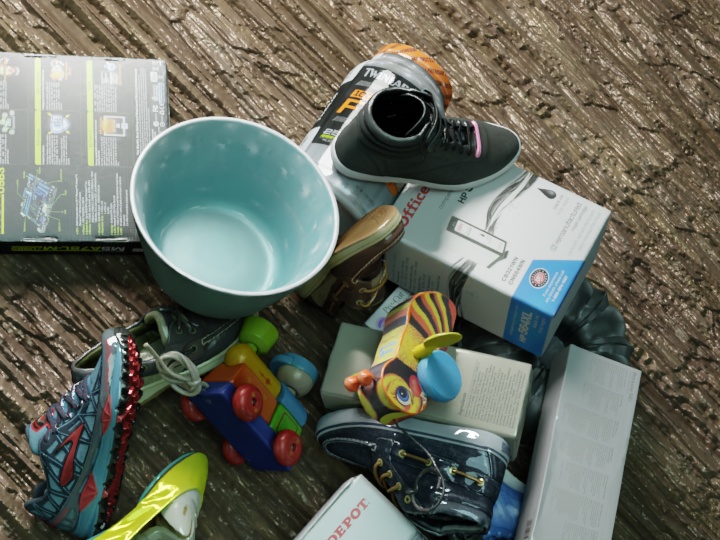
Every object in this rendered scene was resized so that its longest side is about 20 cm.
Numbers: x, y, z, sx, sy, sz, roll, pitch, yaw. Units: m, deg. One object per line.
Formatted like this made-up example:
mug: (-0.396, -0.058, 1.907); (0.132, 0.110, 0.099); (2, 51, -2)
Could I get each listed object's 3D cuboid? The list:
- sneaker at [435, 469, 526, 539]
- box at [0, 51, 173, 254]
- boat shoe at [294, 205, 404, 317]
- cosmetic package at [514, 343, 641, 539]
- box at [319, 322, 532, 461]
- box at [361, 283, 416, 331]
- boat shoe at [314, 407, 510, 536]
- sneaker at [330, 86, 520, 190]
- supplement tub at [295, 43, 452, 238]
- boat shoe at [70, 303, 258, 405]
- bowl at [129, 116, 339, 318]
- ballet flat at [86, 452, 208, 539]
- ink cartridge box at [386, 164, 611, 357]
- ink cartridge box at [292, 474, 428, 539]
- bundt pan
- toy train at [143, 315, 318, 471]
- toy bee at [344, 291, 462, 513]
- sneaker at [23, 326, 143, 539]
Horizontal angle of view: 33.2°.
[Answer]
sneaker: (0.132, 0.257, 1.195); (0.199, 0.077, 0.111); (39, 61, 3)
box: (-0.286, -0.117, 1.215); (0.190, 0.048, 0.204); (-1, 74, -14)
boat shoe: (0.000, 0.000, 1.177); (0.072, 0.200, 0.072); (46, 56, -5)
cosmetic package: (0.211, 0.183, 1.175); (0.081, 0.051, 0.203); (20, 67, -7)
box: (0.066, 0.119, 1.188); (0.197, 0.069, 0.083); (13, 64, 13)
box: (0.075, 0.007, 1.282); (0.041, 0.039, 0.200); (43, 66, 4)
boat shoe: (0.039, 0.191, 1.146); (0.197, 0.071, 0.092); (4, 56, 22)
sneaker: (0.077, -0.128, 1.161); (0.197, 0.099, 0.072); (-2, 71, -18)
supplement tub: (0.010, -0.132, 1.263); (0.122, 0.123, 0.201); (33, 66, -3)
boat shoe: (-0.186, 0.068, 1.160); (0.199, 0.067, 0.072); (-31, 47, -20)
bowl: (-0.129, -0.036, 1.152); (0.198, 0.105, 0.203); (11, 55, -16)
ballet flat: (-0.191, 0.242, 1.091); (0.066, 0.068, 0.199); (26, 42, 28)
ink cartridge box: (0.131, -0.030, 1.227); (0.198, 0.085, 0.147); (26, 62, 14)
ink cartridge box: (0.015, 0.314, 1.134); (0.200, 0.084, 0.146); (45, 72, 1)
bundt pan: (0.202, 0.085, 1.275); (0.198, 0.076, 0.205); (5, 70, -15)
toy train: (-0.116, 0.089, 1.139); (0.201, 0.084, 0.117); (54, 47, -34)
toy bee: (0.040, 0.094, 1.091); (0.108, 0.131, 0.202); (31, 29, -31)
sneaker: (-0.255, 0.144, 1.086); (0.094, 0.079, 0.203); (14, 100, -2)
